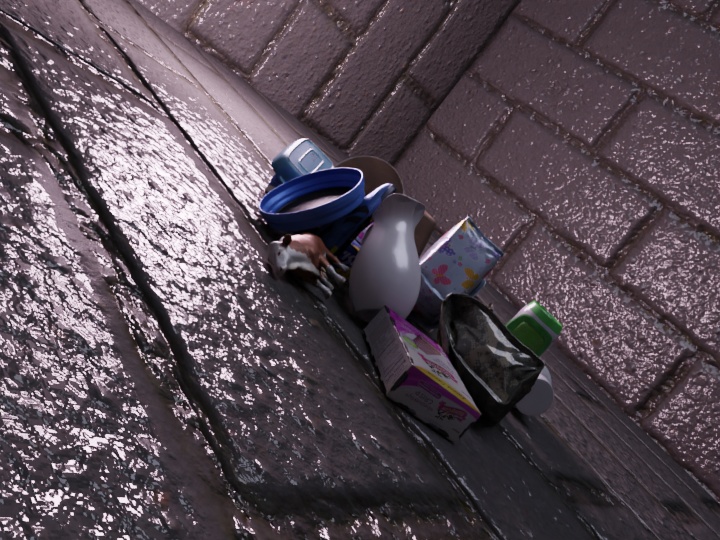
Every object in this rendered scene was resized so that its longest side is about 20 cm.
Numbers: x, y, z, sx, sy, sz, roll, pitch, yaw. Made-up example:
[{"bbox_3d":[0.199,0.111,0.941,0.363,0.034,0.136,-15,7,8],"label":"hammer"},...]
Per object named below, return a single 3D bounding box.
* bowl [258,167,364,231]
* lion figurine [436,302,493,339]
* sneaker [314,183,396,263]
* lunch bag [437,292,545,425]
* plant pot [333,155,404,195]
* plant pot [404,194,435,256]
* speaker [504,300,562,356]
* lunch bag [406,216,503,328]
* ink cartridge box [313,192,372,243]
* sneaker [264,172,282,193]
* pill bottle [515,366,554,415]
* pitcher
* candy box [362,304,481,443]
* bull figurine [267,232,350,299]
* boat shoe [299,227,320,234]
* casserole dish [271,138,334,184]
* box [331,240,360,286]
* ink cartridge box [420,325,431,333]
[{"bbox_3d":[-0.085,-0.128,1.236,0.201,0.197,0.040,-117,-170,-64],"label":"bowl"},{"bbox_3d":[0.204,0.109,1.338,0.200,0.120,0.074,59,19,-71],"label":"lion figurine"},{"bbox_3d":[-0.023,-0.099,1.254,0.079,0.200,0.066,48,8,10],"label":"sneaker"},{"bbox_3d":[0.199,0.144,1.169,0.200,0.117,0.165,47,-13,20],"label":"lunch bag"},{"bbox_3d":[0.011,-0.135,1.535,0.200,0.200,0.135,44,-5,23],"label":"plant pot"},{"bbox_3d":[0.087,-0.085,1.657,0.199,0.175,0.201,37,12,-9],"label":"plant pot"},{"bbox_3d":[0.288,0.155,1.302,0.088,0.201,0.089,39,12,-10],"label":"speaker"},{"bbox_3d":[0.167,0.016,1.338,0.127,0.169,0.200,47,-21,5],"label":"lunch bag"},{"bbox_3d":[-0.005,-0.105,1.371,0.200,0.037,0.095,42,28,-13],"label":"ink cartridge box"},{"bbox_3d":[-0.128,-0.181,1.491,0.078,0.090,0.200,27,5,20],"label":"sneaker"},{"bbox_3d":[0.337,0.222,1.451,0.110,0.111,0.200,37,11,-14],"label":"pill bottle"},{"bbox_3d":[0.036,-0.008,1.182,0.120,0.203,0.171,19,-24,-20],"label":"pitcher"},{"bbox_3d":[0.085,0.147,1.015,0.136,0.061,0.200,37,12,-21],"label":"candy box"},{"bbox_3d":[-0.081,-0.015,1.086,0.121,0.065,0.200,43,13,-4],"label":"bull figurine"},{"bbox_3d":[-0.071,-0.089,1.398,0.201,0.075,0.075,33,6,-32],"label":"boat shoe"},{"bbox_3d":[-0.112,-0.215,1.423,0.121,0.039,0.201,44,27,-8],"label":"casserole dish"},{"bbox_3d":[0.000,0.000,1.306,0.200,0.065,0.070,44,11,23],"label":"box"},{"bbox_3d":[0.105,0.040,1.499,0.200,0.068,0.116,44,11,11],"label":"ink cartridge box"}]
